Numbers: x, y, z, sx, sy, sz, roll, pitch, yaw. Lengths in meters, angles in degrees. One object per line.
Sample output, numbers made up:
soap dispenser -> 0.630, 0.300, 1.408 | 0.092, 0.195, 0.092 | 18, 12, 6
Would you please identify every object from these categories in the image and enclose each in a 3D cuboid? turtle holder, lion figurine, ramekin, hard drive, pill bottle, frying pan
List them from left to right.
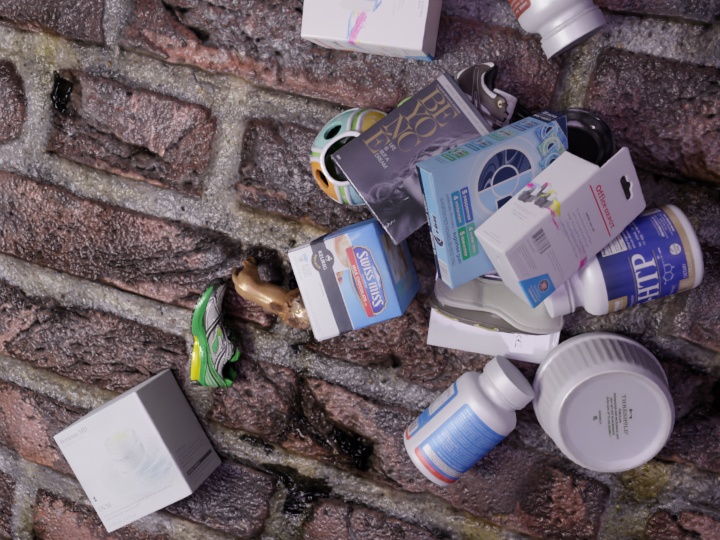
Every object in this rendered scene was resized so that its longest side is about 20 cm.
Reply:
lion figurine -> -0.141, 0.038, 1.011 | 0.197, 0.122, 0.073 | 16, 104, 11
turtle holder -> 0.013, -0.169, 0.928 | 0.183, 0.132, 0.143 | -5, 99, 15
pill bottle -> 0.170, 0.229, 0.978 | 0.112, 0.112, 0.200 | 44, 108, 2
hard drive -> 0.210, 0.066, 0.982 | 0.197, 0.026, 0.134 | 9, 103, 12
pill bottle -> 0.244, -0.395, 0.839 | 0.111, 0.112, 0.202 | -26, 94, 17
frying pan -> 0.262, -0.186, 0.899 | 0.188, 0.031, 0.116 | 15, 70, 16
ramekin -> 0.357, 0.199, 0.924 | 0.199, 0.094, 0.205 | 2, 106, 7
pill bottle -> 0.348, -0.006, 0.874 | 0.198, 0.120, 0.121 | -18, 96, 9

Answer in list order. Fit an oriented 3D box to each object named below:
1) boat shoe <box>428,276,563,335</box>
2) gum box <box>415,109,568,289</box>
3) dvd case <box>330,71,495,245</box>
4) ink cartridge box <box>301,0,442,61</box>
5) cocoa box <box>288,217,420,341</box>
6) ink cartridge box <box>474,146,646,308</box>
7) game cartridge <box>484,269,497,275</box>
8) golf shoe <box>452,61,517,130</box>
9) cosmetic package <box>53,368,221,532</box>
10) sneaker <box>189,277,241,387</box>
boat shoe -> 0.199, 0.055, 0.937 | 0.199, 0.073, 0.060 | 16, 149, -4
gum box -> 0.182, -0.092, 0.826 | 0.198, 0.045, 0.172 | -24, 122, -14
dvd case -> 0.082, -0.151, 0.842 | 0.199, 0.016, 0.149 | -36, 82, -6
ink cartridge box -> 0.009, -0.377, 0.891 | 0.197, 0.129, 0.127 | 10, 103, 12
cocoa box -> 0.000, 0.000, 0.928 | 0.130, 0.200, 0.135 | -17, 96, 15
ink cartridge box -> 0.257, -0.065, 0.807 | 0.199, 0.068, 0.115 | -40, 127, -2
game cartridge -> 0.216, -0.070, 0.936 | 0.198, 0.041, 0.135 | -22, 94, 10
golf shoe -> 0.181, -0.200, 0.884 | 0.094, 0.078, 0.202 | -23, 78, 24
cosmetic package -> -0.395, 0.319, 1.129 | 0.198, 0.123, 0.202 | -28, 92, 17
sneaker -> -0.240, 0.107, 1.081 | 0.084, 0.078, 0.203 | 8, 112, 5
